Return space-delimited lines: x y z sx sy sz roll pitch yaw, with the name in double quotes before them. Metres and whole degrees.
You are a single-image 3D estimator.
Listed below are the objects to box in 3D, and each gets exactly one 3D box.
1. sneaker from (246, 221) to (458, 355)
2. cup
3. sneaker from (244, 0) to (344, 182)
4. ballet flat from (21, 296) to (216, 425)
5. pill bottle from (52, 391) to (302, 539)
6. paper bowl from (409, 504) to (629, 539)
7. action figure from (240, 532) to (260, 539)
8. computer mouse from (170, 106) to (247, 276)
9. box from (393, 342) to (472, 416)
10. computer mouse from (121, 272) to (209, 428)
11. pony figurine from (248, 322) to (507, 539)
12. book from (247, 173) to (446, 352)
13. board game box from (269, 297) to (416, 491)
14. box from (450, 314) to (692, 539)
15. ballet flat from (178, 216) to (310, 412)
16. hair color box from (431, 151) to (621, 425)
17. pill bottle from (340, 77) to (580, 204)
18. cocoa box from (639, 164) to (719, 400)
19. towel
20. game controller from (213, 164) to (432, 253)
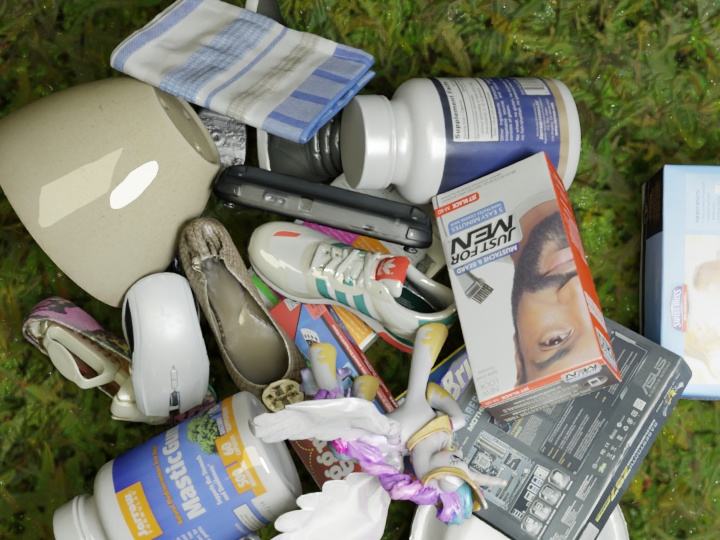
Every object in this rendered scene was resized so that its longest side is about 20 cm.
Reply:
"sneaker" 0.000 0.001 1.210 0.198 0.093 0.071 28 59 -10
"cup" -0.208 -0.091 1.227 0.143 0.200 0.201 -36 84 11
"sneaker" -0.051 -0.173 1.294 0.098 0.071 0.203 -8 91 18
"ballet flat" -0.230 0.095 1.285 0.199 0.071 0.070 31 121 6
"pill bottle" -0.159 0.196 1.193 0.198 0.112 0.113 -28 84 4
"paper bowl" 0.142 0.251 1.240 0.197 0.104 0.204 0 84 2
"action figure" -0.156 0.308 1.218 0.198 0.134 0.151 -22 115 -23
"computer mouse" -0.147 -0.068 1.323 0.058 0.034 0.203 10 90 -13
"box" 0.116 0.091 1.270 0.199 0.070 0.065 -38 83 -1
"computer mouse" -0.170 0.099 1.229 0.108 0.044 0.202 -12 119 -14
"pony figurine" 0.008 0.135 1.122 0.190 0.201 0.168 -9 124 -4
"book" -0.011 -0.004 1.300 0.200 0.048 0.134 -45 82 -3
"board game box" -0.027 0.119 1.248 0.103 0.019 0.201 -38 79 18
"box" 0.161 0.129 1.168 0.157 0.051 0.201 28 82 33
"ballet flat" -0.101 0.047 1.208 0.067 0.046 0.202 -24 105 1
"hair color box" 0.136 0.013 1.166 0.110 0.064 0.202 -22 59 17
"pill bottle" 0.087 -0.116 1.244 0.197 0.111 0.113 -2 84 -16
"cocoa box" 0.321 0.014 1.236 0.131 0.131 0.203 2 85 3
"towel" -0.101 -0.181 1.205 0.198 0.024 0.147 23 42 16
"game controller" -0.031 -0.056 1.233 0.197 0.104 0.043 14 93 -1
